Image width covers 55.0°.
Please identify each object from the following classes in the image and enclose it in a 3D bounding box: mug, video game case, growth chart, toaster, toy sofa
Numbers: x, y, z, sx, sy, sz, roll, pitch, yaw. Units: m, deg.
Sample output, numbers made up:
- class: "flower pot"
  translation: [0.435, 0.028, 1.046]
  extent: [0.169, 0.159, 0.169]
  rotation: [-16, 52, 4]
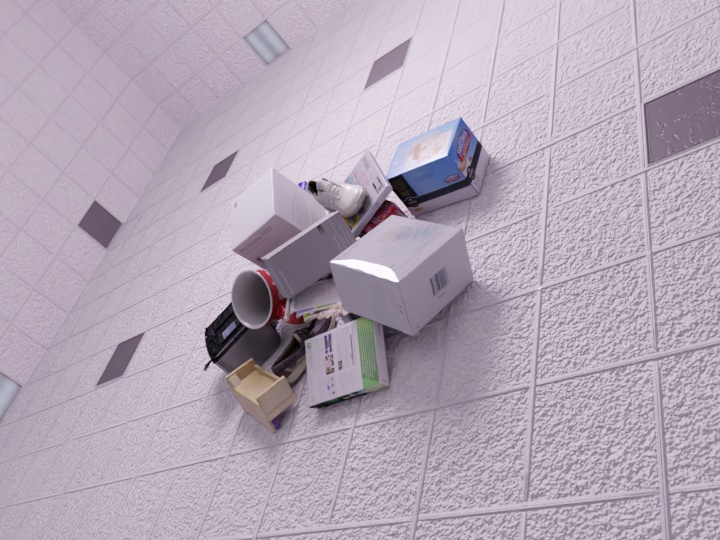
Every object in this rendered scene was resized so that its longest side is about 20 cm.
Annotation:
- class: "mug"
  translation: [-0.187, 0.073, 1.666]
  extent: [0.133, 0.179, 0.198]
  rotation: [-44, -17, 30]
- class: "video game case"
  translation: [-0.007, -0.173, 1.665]
  extent: [0.183, 0.022, 0.201]
  rotation: [-52, 31, 19]
- class: "growth chart"
  translation: [-0.080, 0.061, 1.523]
  extent: [0.195, 0.018, 0.146]
  rotation: [-9, 37, 15]
- class: "toaster"
  translation: [-0.308, 0.170, 1.773]
  extent: [0.200, 0.119, 0.181]
  rotation: [-46, 28, 1]
- class: "toy sofa"
  translation: [-0.222, 0.280, 1.575]
  extent: [0.082, 0.099, 0.198]
  rotation: [-35, 22, -24]

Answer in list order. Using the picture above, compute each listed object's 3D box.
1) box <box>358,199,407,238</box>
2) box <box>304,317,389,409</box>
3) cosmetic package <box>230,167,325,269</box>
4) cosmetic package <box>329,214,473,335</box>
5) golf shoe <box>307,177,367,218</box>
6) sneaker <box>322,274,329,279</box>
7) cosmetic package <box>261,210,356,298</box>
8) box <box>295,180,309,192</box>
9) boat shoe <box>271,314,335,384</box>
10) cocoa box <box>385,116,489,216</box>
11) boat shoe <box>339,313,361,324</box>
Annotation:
- class: "box"
  translation: [0.042, -0.115, 1.676]
  extent: [0.096, 0.100, 0.199]
  rotation: [-50, 28, -4]
- class: "box"
  translation: [-0.031, 0.188, 1.414]
  extent: [0.197, 0.036, 0.148]
  rotation: [-24, 61, 37]
- class: "cosmetic package"
  translation: [-0.205, -0.112, 1.755]
  extent: [0.166, 0.198, 0.169]
  rotation: [-34, 46, 27]
- class: "cosmetic package"
  translation: [0.081, 0.000, 1.363]
  extent: [0.197, 0.125, 0.198]
  rotation: [14, 42, 46]
- class: "golf shoe"
  translation: [-0.062, -0.179, 1.639]
  extent: [0.198, 0.096, 0.080]
  rotation: [7, 71, 58]
- class: "sneaker"
  translation: [-0.126, -0.031, 1.827]
  extent: [0.100, 0.078, 0.199]
  rotation: [-53, 28, -5]
- class: "cosmetic package"
  translation: [-0.112, -0.035, 1.537]
  extent: [0.198, 0.108, 0.090]
  rotation: [-37, 11, -17]
- class: "box"
  translation: [-0.227, -0.136, 1.999]
  extent: [0.196, 0.106, 0.187]
  rotation: [-16, 43, 20]
- class: "boat shoe"
  translation: [-0.131, 0.167, 1.595]
  extent: [0.202, 0.065, 0.071]
  rotation: [-54, 28, -14]
- class: "cocoa box"
  translation: [0.178, -0.239, 1.617]
  extent: [0.197, 0.131, 0.135]
  rotation: [-15, 41, 43]
- class: "boat shoe"
  translation: [-0.006, 0.093, 1.514]
  extent: [0.068, 0.072, 0.201]
  rotation: [-43, 32, 6]
